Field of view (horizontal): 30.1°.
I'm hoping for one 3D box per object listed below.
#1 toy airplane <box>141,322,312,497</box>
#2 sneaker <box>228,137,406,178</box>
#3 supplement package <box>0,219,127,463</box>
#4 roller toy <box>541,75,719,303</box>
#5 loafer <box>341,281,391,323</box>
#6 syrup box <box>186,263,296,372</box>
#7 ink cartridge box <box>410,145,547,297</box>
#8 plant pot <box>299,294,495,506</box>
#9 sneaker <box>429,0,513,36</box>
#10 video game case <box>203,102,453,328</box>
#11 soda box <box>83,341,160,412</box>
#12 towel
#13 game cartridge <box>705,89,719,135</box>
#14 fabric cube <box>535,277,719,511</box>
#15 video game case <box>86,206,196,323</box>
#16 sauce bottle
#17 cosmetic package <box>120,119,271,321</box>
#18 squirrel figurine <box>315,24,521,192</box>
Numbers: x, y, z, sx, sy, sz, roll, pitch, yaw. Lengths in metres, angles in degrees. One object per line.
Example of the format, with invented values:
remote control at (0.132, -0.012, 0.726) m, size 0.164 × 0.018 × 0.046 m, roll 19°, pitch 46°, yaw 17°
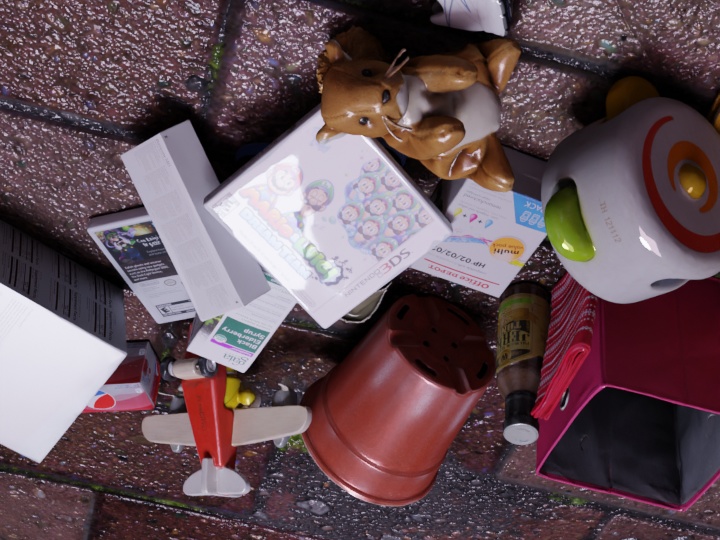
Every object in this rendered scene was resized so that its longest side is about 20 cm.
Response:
toy airplane at (-0.168, 0.186, 1.677) m, size 0.200 × 0.141 × 0.200 m, roll 39°, pitch 115°, yaw 17°
sneaker at (-0.047, -0.099, 1.430) m, size 0.198 × 0.078 × 0.070 m, roll -7°, pitch 137°, yaw 16°
supplement package at (-0.412, 0.080, 1.591) m, size 0.199 × 0.148 × 0.192 m, roll 33°, pitch 109°, yaw -26°
roller toy at (0.284, -0.072, 1.322) m, size 0.182 × 0.201 × 0.139 m, roll 36°, pitch 146°, yaw -22°
loafer at (0.000, 0.000, 1.542) m, size 0.074 × 0.070 × 0.201 m, roll 10°, pitch 139°, yaw -4°
syrup box at (-0.126, 0.027, 1.548) m, size 0.078 × 0.082 × 0.200 m, roll 23°, pitch 136°, yaw -15°
ink cartridge box at (0.129, -0.044, 1.475) m, size 0.114 × 0.068 × 0.201 m, roll 18°, pitch 138°, yaw -12°
plant pot at (0.055, 0.146, 1.624) m, size 0.199 × 0.202 × 0.196 m, roll 22°, pitch 129°, yaw -17°
sneaker at (0.085, -0.288, 1.203) m, size 0.086 × 0.075 × 0.201 m, roll -1°, pitch 138°, yaw 16°
video game case at (-0.032, -0.057, 1.398) m, size 0.181 × 0.024 × 0.200 m, roll -36°, pitch 115°, yaw 16°
soda box at (-0.365, 0.143, 1.757) m, size 0.198 × 0.071 × 0.064 m, roll -4°, pitch 141°, yaw 12°
towel at (0.230, 0.050, 1.470) m, size 0.022 × 0.201 × 0.145 m, roll 19°, pitch 139°, yaw -2°
game cartridge at (0.439, -0.105, 1.395) m, size 0.198 × 0.033 × 0.177 m, roll 9°, pitch 139°, yaw -6°
fabric cube at (0.324, 0.126, 1.543) m, size 0.198 × 0.201 × 0.197 m, roll 15°, pitch 140°, yaw -9°
video game case at (-0.196, -0.014, 1.591) m, size 0.198 × 0.024 × 0.182 m, roll -10°, pitch 137°, yaw 20°
sauce bottle at (0.188, 0.106, 1.539) m, size 0.064 × 0.201 × 0.065 m, roll 4°, pitch 137°, yaw 3°
cosmetic package at (-0.176, -0.052, 1.435) m, size 0.082 × 0.050 × 0.202 m, roll -17°, pitch 100°, yaw 49°
squirrel figurine at (0.029, -0.159, 1.269) m, size 0.185 × 0.199 × 0.143 m, roll -2°, pitch 104°, yaw -34°
